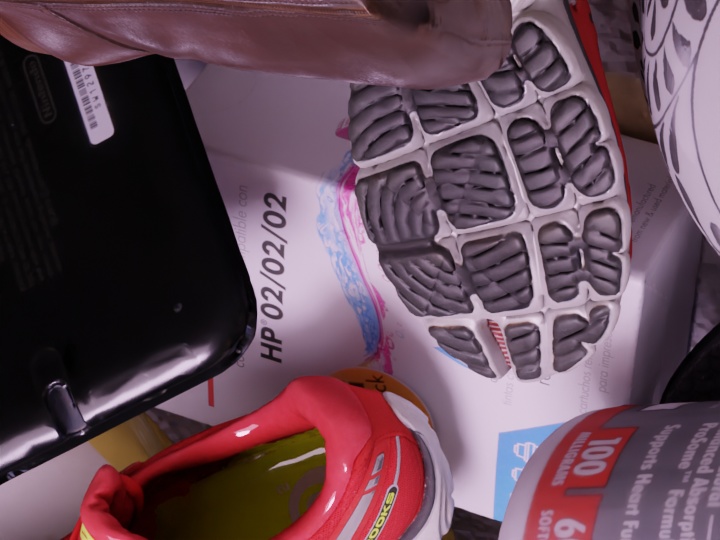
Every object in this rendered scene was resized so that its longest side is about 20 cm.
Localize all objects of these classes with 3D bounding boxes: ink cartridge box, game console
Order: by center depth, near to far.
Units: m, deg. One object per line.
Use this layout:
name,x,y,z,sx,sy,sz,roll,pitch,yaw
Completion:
ink cartridge box,0.000,0.000,0.921,0.200,0.068,0.115,17,132,17
game console,-0.112,-0.019,0.928,0.176,0.116,0.200,-27,68,17

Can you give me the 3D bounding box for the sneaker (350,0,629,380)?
sneaker,0.040,-0.070,0.805,0.077,0.085,0.200,-4,106,27

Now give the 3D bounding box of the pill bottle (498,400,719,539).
pill bottle,0.146,0.089,0.793,0.200,0.116,0.116,-6,122,36

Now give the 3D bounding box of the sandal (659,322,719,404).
sandal,0.165,0.003,0.854,0.075,0.045,0.200,38,121,-10

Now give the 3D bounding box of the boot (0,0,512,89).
boot,-0.074,-0.106,0.721,0.186,0.064,0.200,35,167,-34

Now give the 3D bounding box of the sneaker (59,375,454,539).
sneaker,-0.070,0.089,0.880,0.200,0.077,0.085,-34,148,8

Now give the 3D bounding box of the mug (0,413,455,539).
mug,-0.070,0.136,1.012,0.186,0.150,0.153,-3,149,36

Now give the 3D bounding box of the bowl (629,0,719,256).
bowl,0.150,-0.047,0.749,0.201,0.094,0.201,10,116,21
